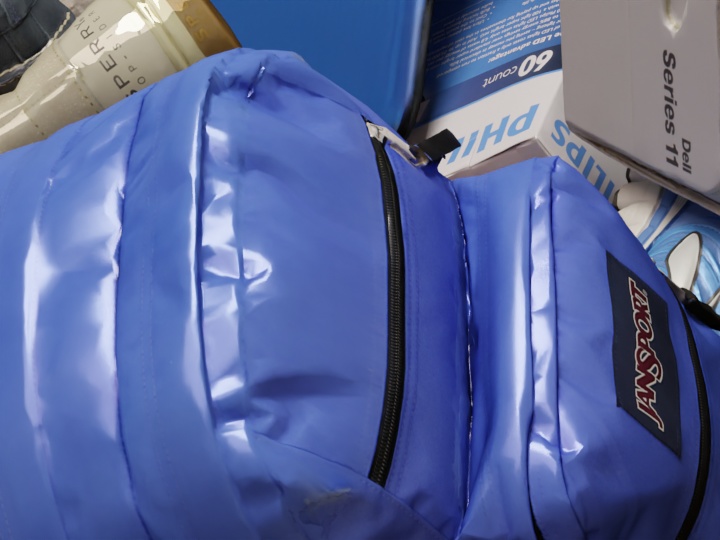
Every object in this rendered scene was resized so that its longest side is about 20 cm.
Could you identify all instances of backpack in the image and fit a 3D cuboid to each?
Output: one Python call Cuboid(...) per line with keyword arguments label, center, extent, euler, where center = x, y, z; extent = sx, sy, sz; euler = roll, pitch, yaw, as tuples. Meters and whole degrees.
Cuboid(label="backpack", center=(-0.006, 0.045, 0.636), extent=(0.168, 0.200, 0.163), euler=(-27, 42, 21))

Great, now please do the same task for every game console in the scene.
Cuboid(label="game console", center=(0.003, -0.101, 0.995), extent=(0.170, 0.119, 0.200), euler=(-21, 5, -36))

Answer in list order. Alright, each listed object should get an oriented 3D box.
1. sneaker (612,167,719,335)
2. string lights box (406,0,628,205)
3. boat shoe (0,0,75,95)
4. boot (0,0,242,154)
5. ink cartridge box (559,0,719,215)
Cuboid(label="sneaker", center=(0.096, 0.027, 0.794), extent=(0.089, 0.079, 0.200), euler=(0, 43, 38))
Cuboid(label="string lights box", center=(0.065, -0.075, 0.944), extent=(0.103, 0.059, 0.200), euler=(-19, 32, 40))
Cuboid(label="boat shoe", center=(-0.178, -0.117, 1.182), extent=(0.075, 0.062, 0.200), euler=(-37, 35, -10))
Cuboid(label="boot", center=(-0.098, 0.000, 0.864), extent=(0.155, 0.200, 0.072), euler=(-33, 67, -11))
Cuboid(label="ink cartridge box", center=(0.156, -0.117, 0.826), extent=(0.200, 0.147, 0.083), euler=(-18, 28, -28))
